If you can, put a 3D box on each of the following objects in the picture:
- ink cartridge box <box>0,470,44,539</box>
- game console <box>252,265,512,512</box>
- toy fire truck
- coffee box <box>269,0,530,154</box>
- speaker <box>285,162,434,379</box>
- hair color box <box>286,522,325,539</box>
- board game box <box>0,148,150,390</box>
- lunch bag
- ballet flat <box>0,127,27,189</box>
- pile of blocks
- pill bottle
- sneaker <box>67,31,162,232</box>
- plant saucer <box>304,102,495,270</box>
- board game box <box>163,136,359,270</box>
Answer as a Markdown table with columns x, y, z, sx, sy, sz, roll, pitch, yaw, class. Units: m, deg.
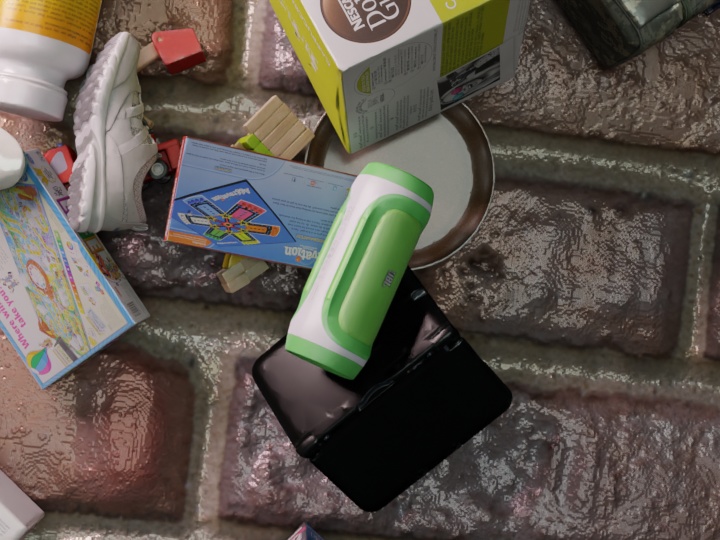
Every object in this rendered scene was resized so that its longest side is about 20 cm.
| x | y | z | sx | sy | sz | roll | pitch | yaw | class |
| --- | --- | --- | --- | --- | --- | --- | --- | --- | --- |
| -0.437 | 0.269 | 1.113 | 0.146 | 0.084 | 0.200 | 45 | 87 | -1 | ink cartridge box |
| 0.021 | 0.116 | 1.169 | 0.200 | 0.116 | 0.176 | -39 | 61 | 6 | game console |
| -0.241 | -0.152 | 1.158 | 0.199 | 0.049 | 0.142 | -19 | 89 | -4 | toy fire truck |
| 0.026 | -0.268 | 1.087 | 0.197 | 0.200 | 0.200 | -26 | 76 | -5 | coffee box |
| 0.000 | 0.000 | 1.103 | 0.088 | 0.088 | 0.201 | 24 | 82 | -3 | speaker |
| -0.063 | 0.311 | 1.081 | 0.060 | 0.200 | 0.100 | 43 | 86 | -2 | hair color box |
| -0.318 | 0.000 | 1.129 | 0.134 | 0.034 | 0.200 | -33 | 91 | 20 | board game box |
| 0.282 | -0.329 | 1.156 | 0.167 | 0.139 | 0.200 | -35 | 92 | -4 | lunch bag |
| -0.411 | -0.129 | 1.096 | 0.199 | 0.069 | 0.070 | 26 | 86 | 26 | ballet flat |
| -0.117 | -0.077 | 1.155 | 0.082 | 0.062 | 0.201 | 21 | 82 | -20 | pile of blocks |
| -0.316 | -0.255 | 1.124 | 0.111 | 0.111 | 0.201 | 11 | 87 | -4 | pill bottle |
| -0.234 | -0.131 | 1.110 | 0.082 | 0.075 | 0.201 | 10 | 83 | -31 | sneaker |
| 0.040 | -0.099 | 1.185 | 0.199 | 0.032 | 0.201 | 0 | 87 | -4 | plant saucer |
| -0.087 | -0.060 | 1.122 | 0.199 | 0.019 | 0.103 | 11 | 86 | -21 | board game box |
